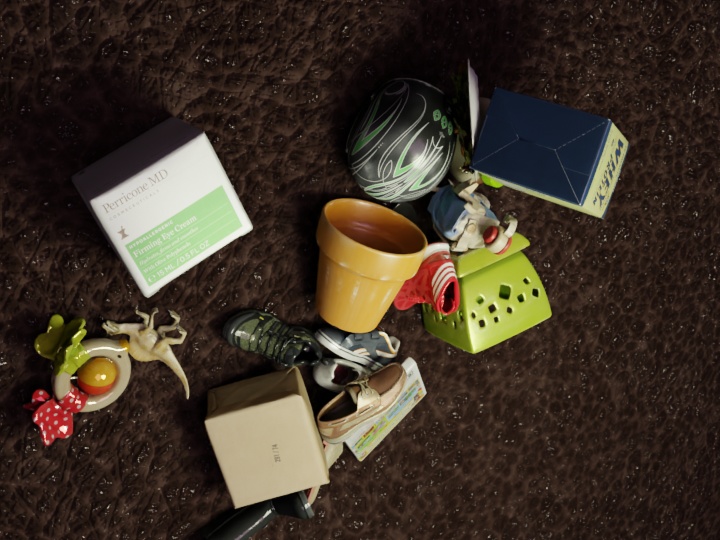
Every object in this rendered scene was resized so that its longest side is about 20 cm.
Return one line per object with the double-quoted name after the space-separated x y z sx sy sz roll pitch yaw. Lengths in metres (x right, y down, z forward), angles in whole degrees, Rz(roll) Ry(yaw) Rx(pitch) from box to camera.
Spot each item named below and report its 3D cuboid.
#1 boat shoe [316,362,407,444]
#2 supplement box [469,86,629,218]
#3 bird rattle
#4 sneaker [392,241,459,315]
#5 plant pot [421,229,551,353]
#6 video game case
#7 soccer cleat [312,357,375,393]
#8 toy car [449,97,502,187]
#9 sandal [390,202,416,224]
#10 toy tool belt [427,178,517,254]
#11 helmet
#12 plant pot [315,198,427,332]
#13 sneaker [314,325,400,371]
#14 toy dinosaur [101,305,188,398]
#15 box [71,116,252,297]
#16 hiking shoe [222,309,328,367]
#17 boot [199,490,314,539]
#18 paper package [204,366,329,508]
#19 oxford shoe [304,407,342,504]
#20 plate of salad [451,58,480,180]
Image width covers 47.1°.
0.003 0.237 1.519 0.199 0.076 0.072 -40 138 -10 "boat shoe"
0.314 -0.189 1.359 0.199 0.197 0.137 6 105 -63 "supplement box"
-0.448 0.179 1.331 0.160 0.112 0.205 -2 109 -34 "bird rattle"
0.117 0.047 1.539 0.076 0.118 0.201 -3 149 -23 "sneaker"
0.229 0.022 1.617 0.196 0.198 0.186 -23 109 -20 "plant pot"
0.047 0.278 1.639 0.200 0.023 0.183 -44 153 -11 "video game case"
-0.001 0.218 1.599 0.197 0.086 0.072 19 74 -32 "soccer cleat"
0.265 -0.233 1.584 0.197 0.163 0.162 8 102 -43 "toy car"
0.069 -0.032 1.591 0.074 0.045 0.205 11 100 -31 "sandal"
0.183 -0.100 1.495 0.122 0.200 0.126 31 99 -26 "toy tool belt"
0.072 -0.218 1.461 0.199 0.198 0.194 37 70 -32 "helmet"
0.000 0.000 1.491 0.196 0.201 0.187 3 120 -30 "plant pot"
-0.003 0.132 1.585 0.198 0.078 0.081 28 96 -44 "sneaker"
-0.344 0.122 1.412 0.101 0.058 0.199 -45 115 8 "toy dinosaur"
-0.305 -0.105 1.266 0.197 0.199 0.174 -33 117 -14 "box"
-0.149 0.126 1.485 0.196 0.100 0.078 14 99 -32 "hiking shoe"
-0.194 0.469 1.536 0.197 0.164 0.067 -28 98 -18 "boot"
-0.170 0.303 1.498 0.186 0.104 0.204 -15 115 -2 "paper package"
-0.070 0.374 1.628 0.074 0.070 0.205 14 99 -37 "oxford shoe"
0.181 -0.254 1.406 0.047 0.201 0.205 -3 112 9 "plate of salad"
